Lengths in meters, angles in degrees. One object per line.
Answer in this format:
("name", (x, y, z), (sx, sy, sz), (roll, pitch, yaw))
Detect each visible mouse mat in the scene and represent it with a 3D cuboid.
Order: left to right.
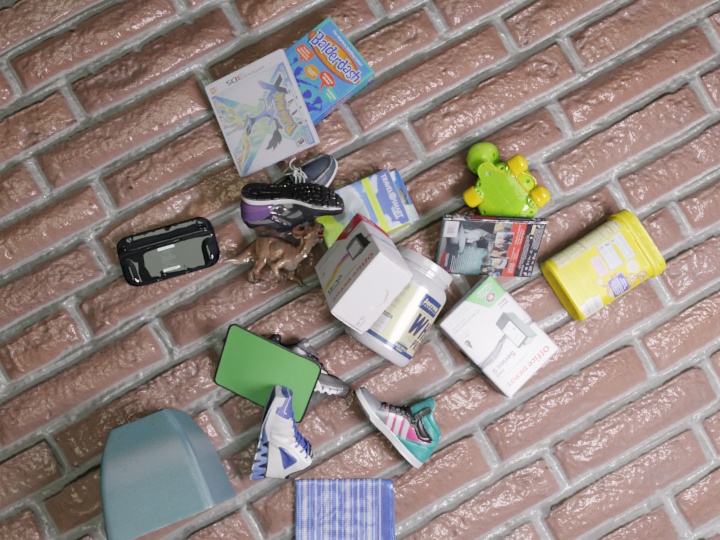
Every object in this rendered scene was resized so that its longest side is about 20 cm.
("mouse mat", (-0.183, 0.202, 1.336), (0.199, 0.008, 0.162), (24, 120, 4))

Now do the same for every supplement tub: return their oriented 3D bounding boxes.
("supplement tub", (0.076, 0.070, 1.335), (0.145, 0.145, 0.201), (32, 86, 1))

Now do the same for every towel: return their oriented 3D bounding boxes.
("towel", (-0.031, 0.488, 1.360), (0.199, 0.024, 0.146), (0, 85, -1))

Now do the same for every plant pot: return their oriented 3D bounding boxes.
("plant pot", (-0.372, 0.372, 1.284), (0.195, 0.196, 0.201), (-22, 77, -3))

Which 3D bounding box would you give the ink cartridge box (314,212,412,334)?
("ink cartridge box", (0.000, 0.000, 1.284), (0.085, 0.200, 0.148), (34, 102, -23))

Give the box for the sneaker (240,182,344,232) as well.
("sneaker", (-0.132, -0.117, 1.334), (0.199, 0.076, 0.088), (4, 129, -8))

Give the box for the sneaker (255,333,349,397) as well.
("sneaker", (-0.107, 0.184, 1.360), (0.199, 0.066, 0.091), (22, 88, 2))

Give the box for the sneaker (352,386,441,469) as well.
("sneaker", (0.088, 0.278, 1.348), (0.121, 0.084, 0.200), (-42, 96, 1))

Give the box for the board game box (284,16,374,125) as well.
("board game box", (-0.094, -0.399, 1.417), (0.200, 0.045, 0.152), (-40, 87, -4))

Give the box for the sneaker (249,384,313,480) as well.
("sneaker", (-0.141, 0.324, 1.338), (0.115, 0.081, 0.200), (13, 106, -10))

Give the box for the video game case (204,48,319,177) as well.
("video game case", (-0.200, -0.315, 1.387), (0.182, 0.022, 0.201), (-22, 92, 13))

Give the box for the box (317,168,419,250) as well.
("box", (0.009, -0.120, 1.398), (0.199, 0.048, 0.122), (-24, 87, -2))

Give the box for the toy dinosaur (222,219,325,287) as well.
("toy dinosaur", (-0.167, -0.040, 1.370), (0.199, 0.086, 0.136), (3, 84, 4))

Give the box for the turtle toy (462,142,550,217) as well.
("turtle toy", (0.283, -0.170, 1.379), (0.145, 0.101, 0.200), (-35, 88, 22))

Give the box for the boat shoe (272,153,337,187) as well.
("boat shoe", (-0.134, -0.173, 1.382), (0.200, 0.062, 0.075), (-36, 55, -1))

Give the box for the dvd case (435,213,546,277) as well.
("dvd case", (0.255, -0.048, 1.363), (0.199, 0.147, 0.022), (1, 43, -2))

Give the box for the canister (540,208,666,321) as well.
("canister", (0.484, -0.009, 1.383), (0.199, 0.087, 0.149), (-32, 87, -2))

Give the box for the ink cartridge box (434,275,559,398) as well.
("ink cartridge box", (0.270, 0.130, 1.366), (0.146, 0.084, 0.200), (-44, 88, -4))

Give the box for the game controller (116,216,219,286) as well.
("game controller", (-0.389, -0.037, 1.389), (0.199, 0.042, 0.105), (-15, 100, -2))
